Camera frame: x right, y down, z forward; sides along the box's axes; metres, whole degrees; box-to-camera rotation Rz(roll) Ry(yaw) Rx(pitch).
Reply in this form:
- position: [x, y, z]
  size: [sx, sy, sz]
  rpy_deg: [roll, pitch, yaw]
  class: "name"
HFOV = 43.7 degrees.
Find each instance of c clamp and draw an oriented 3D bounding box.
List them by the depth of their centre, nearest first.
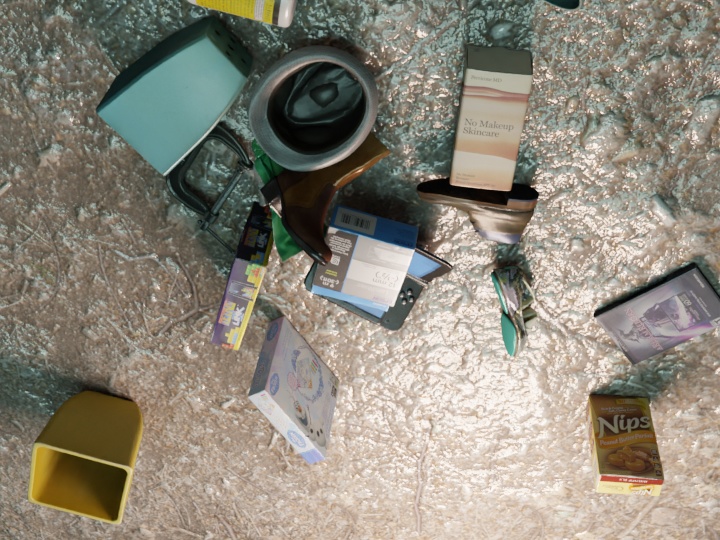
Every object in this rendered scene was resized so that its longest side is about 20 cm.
- position: [-0.243, -0.148, 1.514]
  size: [0.171, 0.027, 0.200]
  rpy_deg: [35, 124, 1]
  class: "c clamp"

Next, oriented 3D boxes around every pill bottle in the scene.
- position: [-0.184, -0.418, 1.256]
  size: [0.200, 0.111, 0.111]
  rpy_deg: [13, 128, -4]
  class: "pill bottle"

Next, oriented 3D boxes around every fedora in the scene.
- position: [-0.068, -0.256, 1.371]
  size: [0.200, 0.090, 0.177]
  rpy_deg: [-39, 108, 19]
  class: "fedora"

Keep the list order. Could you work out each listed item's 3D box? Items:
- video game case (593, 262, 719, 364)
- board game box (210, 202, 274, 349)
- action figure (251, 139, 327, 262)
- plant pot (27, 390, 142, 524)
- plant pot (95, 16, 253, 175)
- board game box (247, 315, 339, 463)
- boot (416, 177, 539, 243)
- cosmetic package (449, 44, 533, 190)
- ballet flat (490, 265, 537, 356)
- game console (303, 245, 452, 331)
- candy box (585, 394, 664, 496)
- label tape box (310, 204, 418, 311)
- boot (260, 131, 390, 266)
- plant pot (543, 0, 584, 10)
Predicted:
- position: [0.542, 0.082, 1.611]
  size: [0.200, 0.019, 0.143]
  rpy_deg: [-31, 118, 26]
  class: "video game case"
- position: [-0.199, 0.010, 1.553]
  size: [0.057, 0.165, 0.200]
  rpy_deg: [18, 127, -7]
  class: "board game box"
- position: [-0.132, -0.129, 1.490]
  size: [0.055, 0.118, 0.200]
  rpy_deg: [-3, 116, 45]
  class: "action figure"
- position: [-0.546, 0.363, 1.845]
  size: [0.194, 0.200, 0.196]
  rpy_deg: [17, 128, -6]
  class: "plant pot"
- position: [-0.267, -0.278, 1.364]
  size: [0.200, 0.141, 0.141]
  rpy_deg: [-35, 117, 20]
  class: "plant pot"
- position: [-0.120, 0.222, 1.684]
  size: [0.043, 0.200, 0.199]
  rpy_deg: [-22, 122, 23]
  class: "board game box"
- position: [0.187, -0.094, 1.483]
  size: [0.200, 0.075, 0.097]
  rpy_deg: [6, 125, 0]
  class: "boot"
- position: [0.197, -0.230, 1.368]
  size: [0.103, 0.087, 0.200]
  rpy_deg: [6, 128, 4]
  class: "cosmetic package"
- position: [0.283, 0.072, 1.608]
  size: [0.072, 0.072, 0.200]
  rpy_deg: [-8, 127, 13]
  class: "ballet flat"
- position: [0.027, 0.010, 1.548]
  size: [0.200, 0.118, 0.171]
  rpy_deg: [27, 99, -13]
  class: "game console"
- position: [0.493, 0.325, 1.688]
  size: [0.115, 0.200, 0.055]
  rpy_deg: [3, 129, 5]
  class: "candy box"
- position: [0.000, 0.000, 1.489]
  size: [0.143, 0.066, 0.200]
  rpy_deg: [15, 130, -3]
  class: "label tape box"
- position: [-0.034, -0.123, 1.392]
  size: [0.200, 0.188, 0.068]
  rpy_deg: [-36, 141, 2]
  class: "boot"
- position: [0.243, -0.449, 1.147]
  size: [0.200, 0.200, 0.134]
  rpy_deg: [36, 96, -19]
  class: "plant pot"
